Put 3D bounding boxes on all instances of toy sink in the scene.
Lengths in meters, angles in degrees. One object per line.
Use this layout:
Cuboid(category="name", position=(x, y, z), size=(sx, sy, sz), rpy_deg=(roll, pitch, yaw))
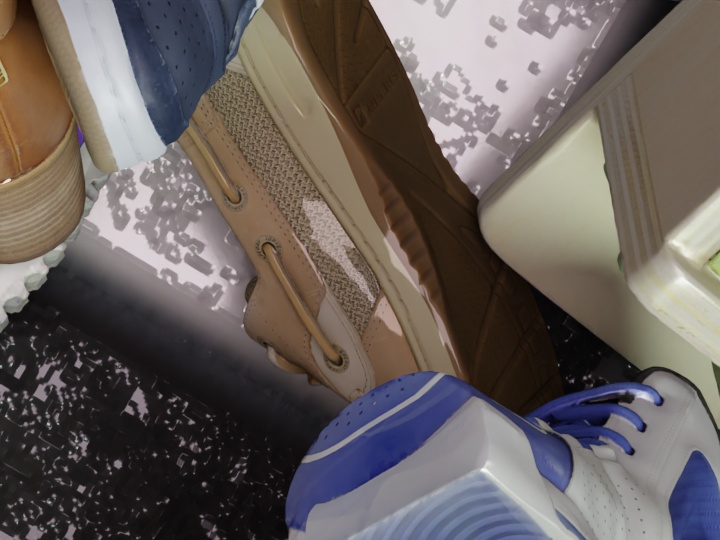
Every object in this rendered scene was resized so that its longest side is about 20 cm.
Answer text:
Cuboid(category="toy sink", position=(0.143, -0.016, 0.811), size=(0.130, 0.112, 0.200), rpy_deg=(38, 115, -22))

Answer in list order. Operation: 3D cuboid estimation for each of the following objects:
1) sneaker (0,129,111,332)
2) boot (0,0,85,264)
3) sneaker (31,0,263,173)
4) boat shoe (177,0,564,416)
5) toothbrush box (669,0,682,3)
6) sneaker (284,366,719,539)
Cuboid(category="sneaker", position=(-0.153, 0.000, 0.842), size=(0.100, 0.070, 0.200), rpy_deg=(42, 83, -3))
Cuboid(category="boot", position=(-0.136, -0.108, 0.778), size=(0.077, 0.155, 0.200), rpy_deg=(-23, 62, -8))
Cuboid(category="sneaker", position=(-0.025, -0.098, 0.761), size=(0.108, 0.200, 0.070), rpy_deg=(-13, 120, 5))
Cuboid(category="boat shoe", position=(0.000, 0.000, 0.873), size=(0.064, 0.071, 0.200), rpy_deg=(-21, 102, 26))
Cuboid(category="toothbrush box", position=(0.192, -0.136, 0.889), size=(0.200, 0.085, 0.147), rpy_deg=(13, 87, -9))
Cuboid(category="sneaker", position=(0.047, 0.070, 0.783), size=(0.081, 0.115, 0.199), rpy_deg=(-26, 137, 21))
